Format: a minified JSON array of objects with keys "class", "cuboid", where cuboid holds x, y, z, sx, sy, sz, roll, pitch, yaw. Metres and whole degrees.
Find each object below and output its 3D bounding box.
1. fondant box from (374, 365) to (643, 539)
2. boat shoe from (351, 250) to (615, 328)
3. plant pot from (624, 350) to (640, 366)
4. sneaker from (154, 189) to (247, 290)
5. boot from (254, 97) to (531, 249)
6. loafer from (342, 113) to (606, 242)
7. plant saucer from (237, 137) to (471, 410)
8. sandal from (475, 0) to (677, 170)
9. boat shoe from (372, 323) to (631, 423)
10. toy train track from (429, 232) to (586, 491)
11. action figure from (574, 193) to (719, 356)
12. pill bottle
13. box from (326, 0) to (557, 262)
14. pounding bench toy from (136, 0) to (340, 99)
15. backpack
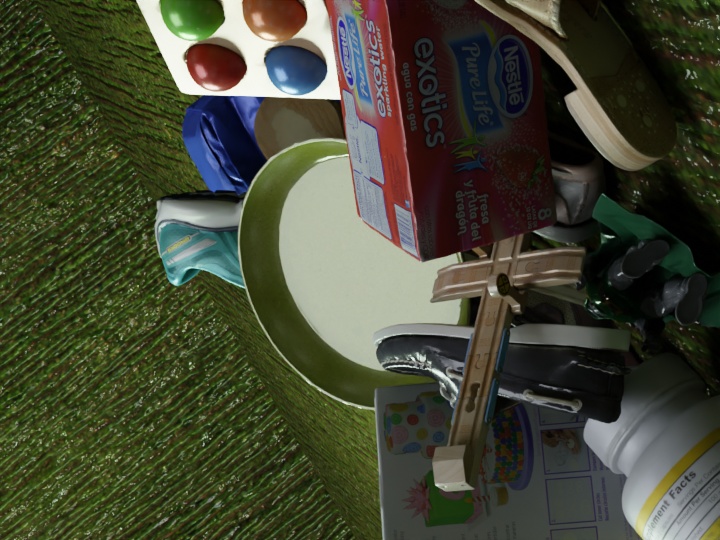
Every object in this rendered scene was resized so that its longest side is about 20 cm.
[{"class":"fondant box","cuboid":[0.113,0.147,1.187,0.058,0.198,0.145,80,-174,-67]},{"class":"boat shoe","cuboid":[0.082,0.027,1.251,0.200,0.066,0.072,10,160,17]},{"class":"plant pot","cuboid":[0.130,0.145,1.354,0.200,0.179,0.200,53,170,14]},{"class":"sneaker","cuboid":[-0.064,-0.019,1.351,0.077,0.199,0.080,-21,-69,-65]},{"class":"boot","cuboid":[0.024,-0.065,1.325,0.201,0.071,0.144,34,-170,34]},{"class":"loafer","cuboid":[0.076,-0.091,1.152,0.199,0.072,0.063,30,142,22]},{"class":"plant saucer","cuboid":[0.000,0.000,1.243,0.199,0.031,0.201,15,117,32]},{"class":"sandal","cuboid":[0.111,-0.152,0.927,0.212,0.078,0.070,51,138,-8]},{"class":"boat shoe","cuboid":[0.085,0.066,1.124,0.199,0.061,0.074,-1,172,41]},{"class":"toy train track","cuboid":[0.072,0.034,1.062,0.114,0.201,0.032,-10,145,40]},{"class":"action figure","cuboid":[0.172,0.011,1.108,0.118,0.055,0.200,43,174,2]},{"class":"pill bottle","cuboid":[0.231,0.147,1.082,0.200,0.111,0.111,49,167,27]},{"class":"box","cuboid":[0.044,-0.120,1.035,0.100,0.095,0.201,-144,42,-62]},{"class":"pounding bench toy","cuboid":[-0.070,-0.216,1.096,0.123,0.157,0.200,3,150,16]},{"class":"backpack","cuboid":[-0.039,-0.089,1.452,0.201,0.167,0.163,57,176,-13]}]
